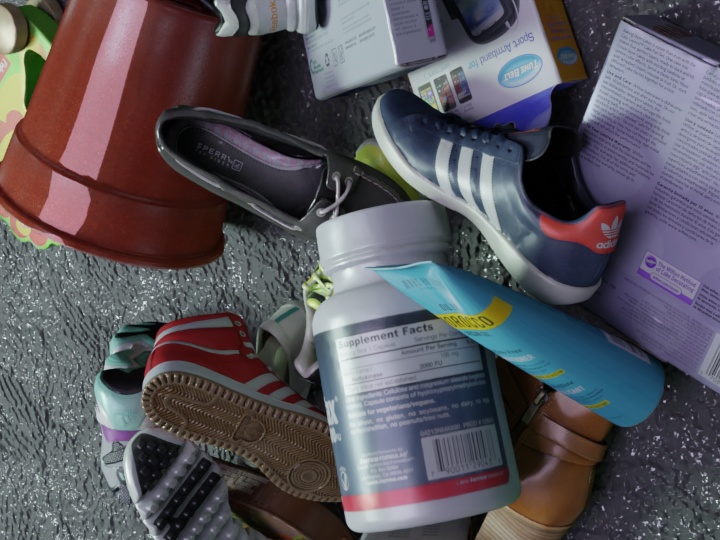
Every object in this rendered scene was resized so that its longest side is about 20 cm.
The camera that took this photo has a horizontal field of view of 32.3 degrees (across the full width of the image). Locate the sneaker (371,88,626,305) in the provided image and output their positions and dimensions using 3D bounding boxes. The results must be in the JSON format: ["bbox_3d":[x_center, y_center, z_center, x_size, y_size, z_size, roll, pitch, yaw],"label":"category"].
[{"bbox_3d":[0.090,-0.071,0.792,0.200,0.075,0.085,43,129,25],"label":"sneaker"}]

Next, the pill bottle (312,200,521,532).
[{"bbox_3d":[0.031,0.062,0.823,0.119,0.119,0.202,-17,80,42],"label":"pill bottle"}]

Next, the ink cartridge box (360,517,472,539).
[{"bbox_3d":[0.045,0.286,0.947,0.083,0.176,0.202,1,104,9],"label":"ink cartridge box"}]

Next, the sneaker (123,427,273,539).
[{"bbox_3d":[-0.135,0.199,0.995,0.081,0.075,0.201,15,143,49],"label":"sneaker"}]

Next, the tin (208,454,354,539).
[{"bbox_3d":[-0.085,0.213,1.059,0.199,0.042,0.112,12,145,38],"label":"tin"}]

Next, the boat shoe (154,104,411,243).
[{"bbox_3d":[-0.056,-0.064,0.883,0.198,0.057,0.067,22,93,3],"label":"boat shoe"}]

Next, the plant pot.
[{"bbox_3d":[-0.174,-0.135,0.990,0.200,0.200,0.197,33,112,30],"label":"plant pot"}]

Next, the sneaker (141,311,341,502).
[{"bbox_3d":[-0.077,0.102,0.973,0.071,0.199,0.113,-53,22,19],"label":"sneaker"}]

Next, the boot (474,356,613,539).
[{"bbox_3d":[0.083,0.105,0.894,0.200,0.076,0.156,38,122,30],"label":"boot"}]

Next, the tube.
[{"bbox_3d":[0.100,0.036,0.760,0.077,0.199,0.051,-13,54,58],"label":"tube"}]

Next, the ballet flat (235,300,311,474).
[{"bbox_3d":[-0.078,0.120,1.044,0.069,0.069,0.202,28,118,32],"label":"ballet flat"}]

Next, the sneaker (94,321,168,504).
[{"bbox_3d":[-0.184,0.131,1.061,0.077,0.200,0.141,5,106,5],"label":"sneaker"}]

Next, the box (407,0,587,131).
[{"bbox_3d":[0.076,-0.181,0.852,0.118,0.041,0.202,-19,90,43],"label":"box"}]

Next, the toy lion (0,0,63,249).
[{"bbox_3d":[-0.308,-0.128,1.188,0.192,0.068,0.200,51,128,10],"label":"toy lion"}]

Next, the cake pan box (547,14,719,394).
[{"bbox_3d":[0.215,-0.034,0.762,0.199,0.052,0.186,34,123,30],"label":"cake pan box"}]

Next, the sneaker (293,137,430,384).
[{"bbox_3d":[0.000,0.000,0.938,0.075,0.076,0.202,22,112,37],"label":"sneaker"}]

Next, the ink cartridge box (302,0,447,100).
[{"bbox_3d":[-0.010,-0.227,0.851,0.196,0.043,0.202,-172,70,-73],"label":"ink cartridge box"}]

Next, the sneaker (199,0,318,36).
[{"bbox_3d":[-0.095,-0.242,0.920,0.074,0.079,0.201,89,162,-44],"label":"sneaker"}]
